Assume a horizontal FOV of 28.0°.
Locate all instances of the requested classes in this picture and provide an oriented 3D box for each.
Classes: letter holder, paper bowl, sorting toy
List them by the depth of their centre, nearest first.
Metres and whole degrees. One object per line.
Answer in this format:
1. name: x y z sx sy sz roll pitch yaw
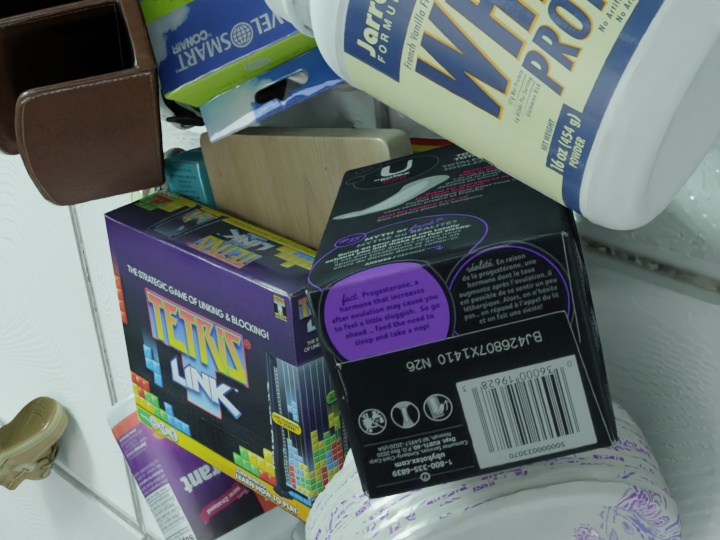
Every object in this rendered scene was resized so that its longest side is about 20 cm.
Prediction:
1. paper bowl: 0.067 0.134 0.799 0.201 0.199 0.105 109 150 -47
2. letter holder: -0.203 -0.114 0.897 0.200 0.141 0.101 112 142 -73
3. sorting toy: 0.000 0.000 0.923 0.198 0.069 0.201 8 117 51

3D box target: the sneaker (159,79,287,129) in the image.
1. sneaker: -0.108 -0.133 1.007 0.200 0.074 0.089 42 144 47

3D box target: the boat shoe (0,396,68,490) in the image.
1. boat shoe: -0.365 0.196 1.607 0.064 0.072 0.200 36 144 -18

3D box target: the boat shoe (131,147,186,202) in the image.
1. boat shoe: -0.114 -0.001 1.094 0.202 0.071 0.066 63 153 14

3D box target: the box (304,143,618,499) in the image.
1. box: 0.052 0.011 0.715 0.200 0.121 0.107 -76 -29 -69

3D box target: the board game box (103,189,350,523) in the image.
1. board game box: -0.082 0.053 0.949 0.199 0.057 0.166 21 127 44

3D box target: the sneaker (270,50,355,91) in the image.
1. sneaker: -0.061 -0.174 0.928 0.200 0.082 0.074 36 96 19

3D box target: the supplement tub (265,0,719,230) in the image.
1. supplement tub: 0.069 -0.123 0.635 0.199 0.145 0.146 31 136 19

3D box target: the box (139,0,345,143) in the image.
1. box: -0.081 -0.193 0.864 0.121 0.048 0.201 -21 80 22

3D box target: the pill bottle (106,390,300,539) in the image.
1. pill bottle: -0.115 0.180 1.173 0.201 0.111 0.111 61 148 7

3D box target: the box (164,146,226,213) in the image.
1. box: -0.072 0.006 1.025 0.049 0.082 0.201 10 118 52
